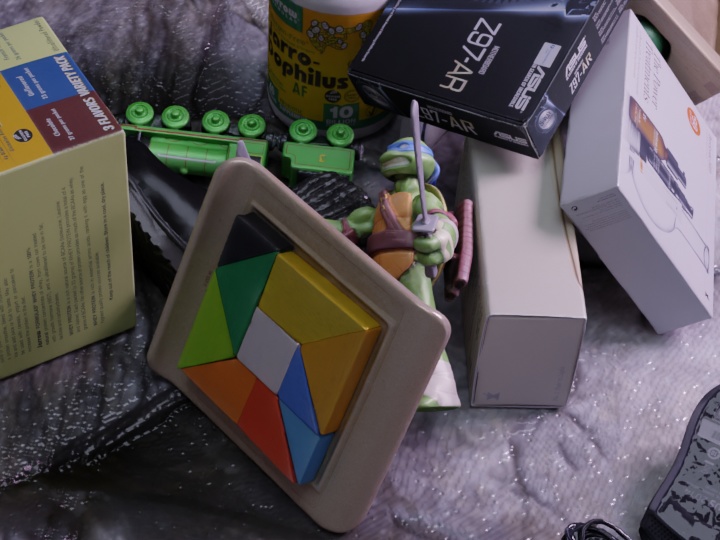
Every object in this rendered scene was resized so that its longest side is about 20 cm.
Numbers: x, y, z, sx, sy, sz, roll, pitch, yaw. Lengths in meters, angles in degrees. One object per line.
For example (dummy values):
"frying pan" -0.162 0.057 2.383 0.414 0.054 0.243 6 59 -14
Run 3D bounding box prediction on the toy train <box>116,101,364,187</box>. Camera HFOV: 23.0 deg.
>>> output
"toy train" -0.098 -0.094 1.398 0.200 0.042 0.056 6 58 1

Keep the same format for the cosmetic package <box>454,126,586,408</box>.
"cosmetic package" 0.113 -0.008 1.292 0.073 0.104 0.200 1 48 -4

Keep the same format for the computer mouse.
"computer mouse" 0.236 0.157 1.189 0.138 0.053 0.200 29 62 22

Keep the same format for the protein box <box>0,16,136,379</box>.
"protein box" -0.276 -0.034 1.218 0.200 0.199 0.135 -22 52 -22

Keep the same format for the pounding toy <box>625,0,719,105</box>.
"pounding toy" 0.203 -0.217 1.450 0.184 0.142 0.200 42 45 -21

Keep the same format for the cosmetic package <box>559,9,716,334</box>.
"cosmetic package" 0.214 -0.076 1.333 0.052 0.151 0.200 -18 40 28

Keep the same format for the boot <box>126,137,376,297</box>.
"boot" -0.092 -0.045 1.322 0.158 0.079 0.211 -31 67 -20

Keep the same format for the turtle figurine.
"turtle figurine" 0.000 0.000 1.198 0.144 0.200 0.194 -5 83 15

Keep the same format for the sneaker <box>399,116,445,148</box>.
"sneaker" 0.095 -0.161 1.450 0.071 0.073 0.200 19 49 17

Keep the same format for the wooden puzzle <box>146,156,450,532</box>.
"wooden puzzle" -0.051 0.051 1.172 0.200 0.185 0.037 38 31 25

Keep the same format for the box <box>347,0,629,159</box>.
"box" 0.107 -0.194 1.325 0.160 0.044 0.200 21 71 31

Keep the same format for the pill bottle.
"pill bottle" -0.017 -0.209 1.399 0.113 0.200 0.113 2 47 -3
